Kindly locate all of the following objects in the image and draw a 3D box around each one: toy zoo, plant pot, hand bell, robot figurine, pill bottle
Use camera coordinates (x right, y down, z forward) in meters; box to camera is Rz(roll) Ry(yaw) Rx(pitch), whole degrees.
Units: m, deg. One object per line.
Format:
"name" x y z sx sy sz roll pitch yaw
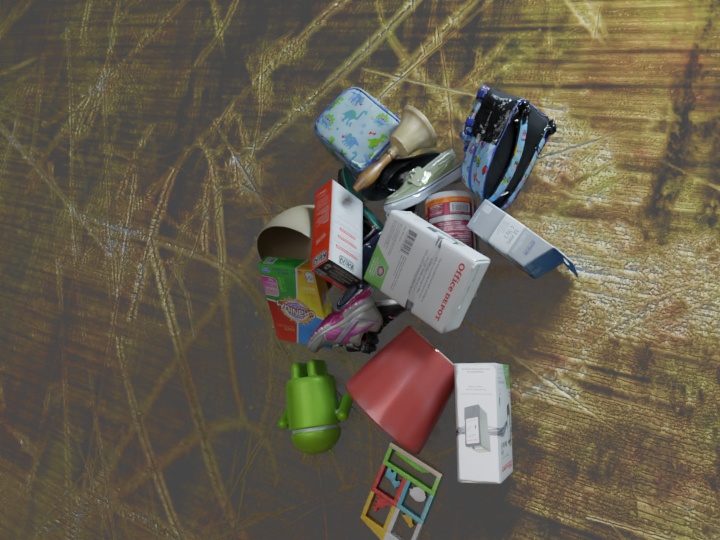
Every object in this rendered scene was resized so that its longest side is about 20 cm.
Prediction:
"toy zoo" 0.079 0.479 1.197 0.129 0.020 0.206 24 92 28
"plant pot" 0.096 0.224 1.150 0.199 0.200 0.178 40 89 26
"hand bell" 0.055 -0.235 1.208 0.200 0.105 0.104 -44 64 -11
"plant pot" -0.121 -0.068 1.316 0.194 0.204 0.136 5 47 27
"robot figurine" -0.103 0.302 1.266 0.170 0.115 0.207 -13 76 19
"pill bottle" 0.188 -0.049 1.184 0.106 0.109 0.208 -6 79 25

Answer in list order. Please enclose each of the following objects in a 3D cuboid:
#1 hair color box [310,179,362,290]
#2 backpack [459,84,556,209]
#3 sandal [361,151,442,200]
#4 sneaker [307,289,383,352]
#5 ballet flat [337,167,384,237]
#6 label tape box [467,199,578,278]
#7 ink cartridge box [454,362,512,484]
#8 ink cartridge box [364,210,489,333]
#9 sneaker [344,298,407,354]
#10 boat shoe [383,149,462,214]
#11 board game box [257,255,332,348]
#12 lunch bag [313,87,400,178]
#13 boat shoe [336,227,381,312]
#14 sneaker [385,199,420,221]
"hair color box" -0.047 -0.075 1.210 0.060 0.100 0.205 -27 47 34
"backpack" 0.270 -0.233 1.144 0.133 0.180 0.205 31 107 35
"sandal" 0.091 -0.207 1.255 0.195 0.048 0.077 -20 109 5
"sneaker" -0.032 0.127 1.206 0.198 0.082 0.089 -35 98 33
"ballet flat" -0.014 -0.140 1.328 0.068 0.067 0.203 -40 66 24
"label tape box" 0.309 -0.039 1.101 0.199 0.142 0.067 43 99 26
"ink cartridge box" 0.231 0.279 1.084 0.081 0.145 0.208 -4 79 23
"ink cartridge box" 0.123 -0.001 1.097 0.198 0.083 0.149 34 110 28
"sneaker" 0.039 0.122 1.255 0.195 0.070 0.103 -19 75 29
"boat shoe" 0.126 -0.186 1.222 0.197 0.072 0.063 -32 103 -16
"board game box" -0.137 0.071 1.301 0.148 0.040 0.206 5 122 27
"lunch bag" 0.003 -0.312 1.329 0.161 0.083 0.200 -46 64 -2
"boat shoe" 0.000 0.000 1.255 0.201 0.093 0.074 -48 25 -7
"sneaker" 0.101 -0.085 1.261 0.070 0.086 0.205 -15 52 9
